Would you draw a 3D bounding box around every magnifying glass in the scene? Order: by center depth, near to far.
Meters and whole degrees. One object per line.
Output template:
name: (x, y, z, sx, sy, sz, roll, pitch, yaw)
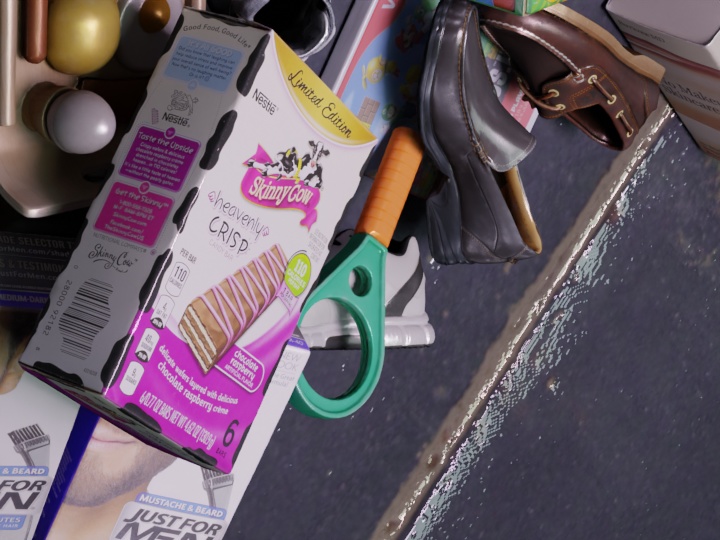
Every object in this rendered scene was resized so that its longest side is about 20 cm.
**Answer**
magnifying glass: (0.000, 0.000, 1.452, 0.079, 0.022, 0.201, 37, 61, -34)

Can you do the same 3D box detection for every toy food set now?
toy food set: (-0.115, -0.136, 1.152, 0.143, 0.060, 0.202, -16, 120, -42)

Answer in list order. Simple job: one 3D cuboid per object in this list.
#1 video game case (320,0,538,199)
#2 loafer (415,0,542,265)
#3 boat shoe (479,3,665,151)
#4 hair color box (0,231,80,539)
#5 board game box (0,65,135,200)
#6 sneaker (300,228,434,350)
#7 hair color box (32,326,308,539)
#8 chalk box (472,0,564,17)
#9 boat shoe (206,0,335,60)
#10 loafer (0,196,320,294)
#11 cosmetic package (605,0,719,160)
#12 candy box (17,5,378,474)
video game case: (0.052, -0.121, 1.518, 0.199, 0.017, 0.144, 18, 99, -49)
loafer: (0.080, -0.089, 1.481, 0.073, 0.072, 0.201, -67, 156, -44)
boat shoe: (0.140, -0.133, 1.532, 0.199, 0.070, 0.071, 23, 91, -50)
hair color box: (-0.212, 0.071, 1.226, 0.109, 0.065, 0.201, 5, 130, -23)
board game box: (-0.131, -0.062, 1.300, 0.135, 0.035, 0.199, -35, 147, 25)
sneaker: (-0.036, 0.014, 1.480, 0.199, 0.073, 0.081, -1, 91, -45)
hair color box: (-0.123, 0.105, 1.377, 0.109, 0.065, 0.201, 15, 111, -26)
chalk box: (0.089, -0.237, 1.389, 0.199, 0.123, 0.125, -27, 129, -43)
boat shoe: (-0.046, -0.147, 1.312, 0.072, 0.068, 0.200, -42, 167, -1)
loafer: (-0.113, -0.018, 1.273, 0.199, 0.072, 0.073, 10, 129, -30)
cosmetic package: (0.271, -0.154, 1.659, 0.087, 0.103, 0.200, -54, 138, -9)
candy box: (-0.078, -0.013, 1.170, 0.136, 0.061, 0.201, 40, 70, -57)
